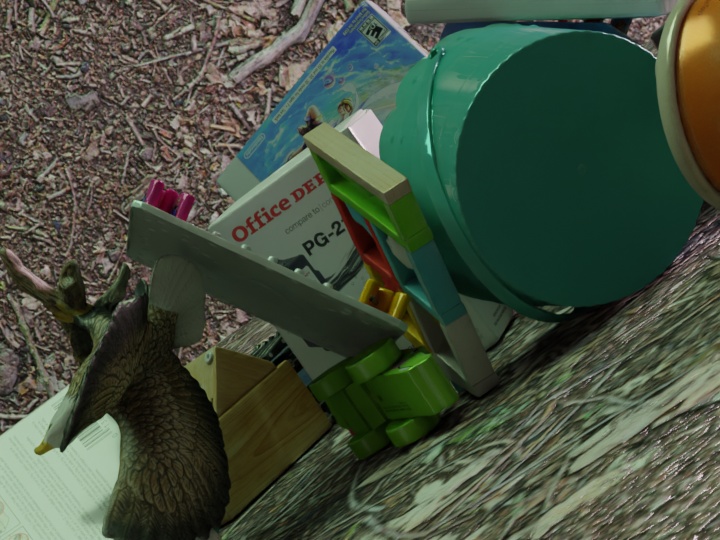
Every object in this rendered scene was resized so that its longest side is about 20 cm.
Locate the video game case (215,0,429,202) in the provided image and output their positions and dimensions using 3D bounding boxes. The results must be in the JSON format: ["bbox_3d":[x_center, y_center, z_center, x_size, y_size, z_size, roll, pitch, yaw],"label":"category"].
[{"bbox_3d":[0.006,-0.088,1.644,0.200,0.181,0.045,-50,-25,10],"label":"video game case"}]

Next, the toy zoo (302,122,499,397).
[{"bbox_3d":[0.033,0.004,1.353,0.020,0.201,0.131,-32,31,-11],"label":"toy zoo"}]

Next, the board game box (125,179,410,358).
[{"bbox_3d":[-0.068,0.004,1.414,0.200,0.199,0.026,129,165,-78],"label":"board game box"}]

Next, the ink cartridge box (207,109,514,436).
[{"bbox_3d":[0.000,0.000,1.548,0.144,0.201,0.084,-35,4,19],"label":"ink cartridge box"}]

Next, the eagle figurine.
[{"bbox_3d":[-0.157,0.079,1.330,0.200,0.151,0.152,43,119,55],"label":"eagle figurine"}]

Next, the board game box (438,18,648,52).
[{"bbox_3d":[0.156,-0.139,1.478,0.199,0.158,0.039,6,54,37],"label":"board game box"}]

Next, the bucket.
[{"bbox_3d":[0.122,-0.067,1.339,0.207,0.208,0.135,-36,12,-11],"label":"bucket"}]

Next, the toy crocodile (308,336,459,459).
[{"bbox_3d":[0.018,0.082,1.389,0.062,0.068,0.200,-36,3,-22],"label":"toy crocodile"}]

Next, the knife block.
[{"bbox_3d":[-0.069,0.137,1.680,0.064,0.175,0.201,-33,49,42],"label":"knife block"}]

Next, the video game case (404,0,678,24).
[{"bbox_3d":[0.161,-0.201,1.459,0.199,0.023,0.182,2,14,31],"label":"video game case"}]

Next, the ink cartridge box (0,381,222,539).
[{"bbox_3d":[-0.207,0.186,1.366,0.176,0.045,0.200,-35,47,-13],"label":"ink cartridge box"}]

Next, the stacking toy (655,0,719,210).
[{"bbox_3d":[0.291,-0.117,1.208,0.199,0.147,0.146,-8,22,41],"label":"stacking toy"}]

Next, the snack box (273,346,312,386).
[{"bbox_3d":[-0.131,0.146,1.943,0.169,0.068,0.200,-40,4,-39],"label":"snack box"}]

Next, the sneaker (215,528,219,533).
[{"bbox_3d":[-0.158,0.192,1.468,0.121,0.084,0.200,-40,11,9],"label":"sneaker"}]

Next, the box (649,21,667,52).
[{"bbox_3d":[0.372,-0.226,1.702,0.148,0.107,0.200,-38,4,-39],"label":"box"}]
